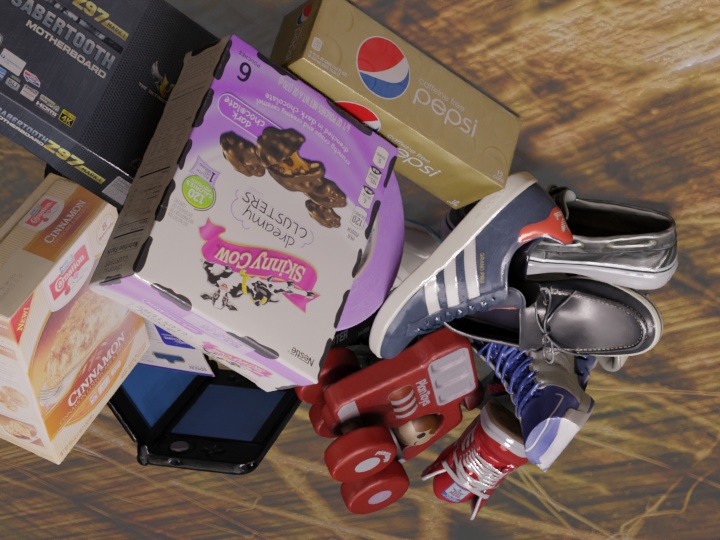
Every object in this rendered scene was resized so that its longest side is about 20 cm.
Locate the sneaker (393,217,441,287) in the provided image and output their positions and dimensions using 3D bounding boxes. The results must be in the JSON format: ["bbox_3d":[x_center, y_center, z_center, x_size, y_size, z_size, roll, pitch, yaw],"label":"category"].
[{"bbox_3d":[0.000,0.000,1.503,0.199,0.081,0.077,-3,147,38],"label":"sneaker"}]

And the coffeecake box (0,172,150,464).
[{"bbox_3d":[-0.267,0.043,1.449,0.073,0.154,0.201,20,143,21],"label":"coffeecake box"}]

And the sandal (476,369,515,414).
[{"bbox_3d":[0.159,0.121,1.683,0.075,0.045,0.200,20,153,-4],"label":"sandal"}]

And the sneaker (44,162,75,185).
[{"bbox_3d":[-0.183,-0.090,1.454,0.199,0.076,0.115,-13,143,43],"label":"sneaker"}]

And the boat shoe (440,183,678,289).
[{"bbox_3d":[0.166,-0.039,1.374,0.199,0.072,0.071,7,132,7],"label":"boat shoe"}]

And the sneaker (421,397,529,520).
[{"bbox_3d":[0.114,0.184,1.584,0.071,0.113,0.200,40,-179,4],"label":"sneaker"}]

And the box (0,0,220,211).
[{"bbox_3d":[-0.204,-0.152,1.238,0.200,0.158,0.051,34,143,-19],"label":"box"}]

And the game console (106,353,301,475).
[{"bbox_3d":[-0.160,0.103,1.652,0.175,0.200,0.117,4,113,15],"label":"game console"}]

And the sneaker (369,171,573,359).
[{"bbox_3d":[0.090,0.016,1.336,0.085,0.075,0.200,46,114,10],"label":"sneaker"}]

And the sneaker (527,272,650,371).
[{"bbox_3d":[0.164,0.023,1.457,0.199,0.089,0.074,26,153,-15],"label":"sneaker"}]

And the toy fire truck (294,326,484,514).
[{"bbox_3d":[0.038,0.132,1.566,0.167,0.112,0.200,-24,150,-2],"label":"toy fire truck"}]

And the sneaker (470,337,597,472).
[{"bbox_3d":[0.150,0.092,1.510,0.115,0.200,0.081,32,118,-4],"label":"sneaker"}]

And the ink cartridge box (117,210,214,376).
[{"bbox_3d":[-0.199,0.013,1.521,0.094,0.037,0.201,7,134,32],"label":"ink cartridge box"}]

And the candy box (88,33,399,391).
[{"bbox_3d":[-0.080,-0.039,1.205,0.167,0.201,0.071,32,154,-29],"label":"candy box"}]

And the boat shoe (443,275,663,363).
[{"bbox_3d":[0.154,0.039,1.397,0.199,0.062,0.075,11,119,20],"label":"boat shoe"}]

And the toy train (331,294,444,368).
[{"bbox_3d":[0.012,0.081,1.660,0.113,0.086,0.200,18,154,-23],"label":"toy train"}]

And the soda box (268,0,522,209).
[{"bbox_3d":[0.026,-0.128,1.270,0.199,0.068,0.064,31,151,-24],"label":"soda box"}]

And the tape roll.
[{"bbox_3d":[-0.057,-0.046,1.325,0.065,0.201,0.200,-14,140,44],"label":"tape roll"}]
